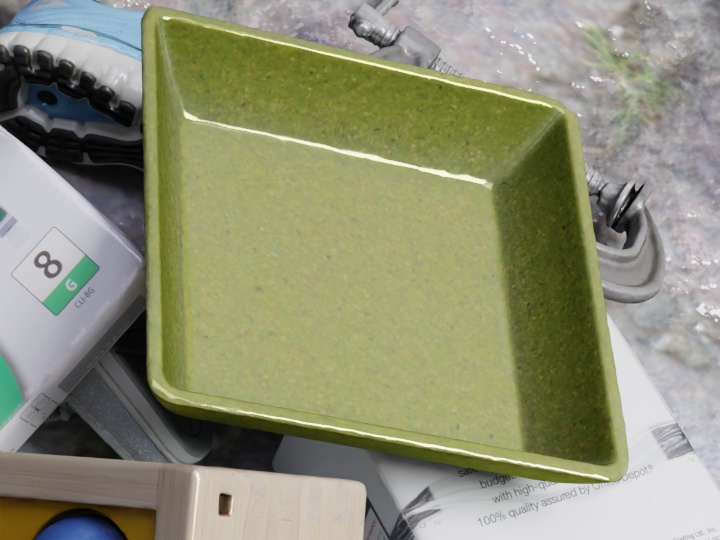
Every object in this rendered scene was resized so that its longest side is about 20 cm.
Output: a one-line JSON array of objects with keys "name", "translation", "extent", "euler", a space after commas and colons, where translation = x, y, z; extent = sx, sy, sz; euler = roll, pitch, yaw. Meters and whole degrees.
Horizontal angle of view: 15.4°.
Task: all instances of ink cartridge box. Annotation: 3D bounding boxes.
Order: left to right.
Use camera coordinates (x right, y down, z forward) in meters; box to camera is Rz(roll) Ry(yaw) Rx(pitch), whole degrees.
[{"name": "ink cartridge box", "translation": [-0.203, -0.004, 1.071], "extent": [0.200, 0.050, 0.161], "euler": [41, 87, 10]}, {"name": "ink cartridge box", "translation": [0.074, 0.119, 1.111], "extent": [0.146, 0.084, 0.200], "euler": [-13, 59, -30]}]

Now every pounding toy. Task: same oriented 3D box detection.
[{"name": "pounding toy", "translation": [-0.125, 0.155, 0.920], "extent": [0.142, 0.199, 0.185], "euler": [12, 81, -55]}]

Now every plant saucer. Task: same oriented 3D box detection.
[{"name": "plant saucer", "translation": [0.000, 0.000, 1.082], "extent": [0.199, 0.048, 0.200], "euler": [11, 49, -19]}]

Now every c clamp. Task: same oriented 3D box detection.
[{"name": "c clamp", "translation": [0.069, -0.062, 1.253], "extent": [0.200, 0.027, 0.171], "euler": [38, 24, 5]}]

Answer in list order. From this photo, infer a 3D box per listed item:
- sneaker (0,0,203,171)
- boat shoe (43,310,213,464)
[{"name": "sneaker", "translation": [-0.070, -0.082, 1.220], "extent": [0.199, 0.078, 0.090], "euler": [23, 45, -4]}, {"name": "boat shoe", "translation": [-0.142, 0.016, 1.128], "extent": [0.202, 0.065, 0.074], "euler": [45, 14, 11]}]
